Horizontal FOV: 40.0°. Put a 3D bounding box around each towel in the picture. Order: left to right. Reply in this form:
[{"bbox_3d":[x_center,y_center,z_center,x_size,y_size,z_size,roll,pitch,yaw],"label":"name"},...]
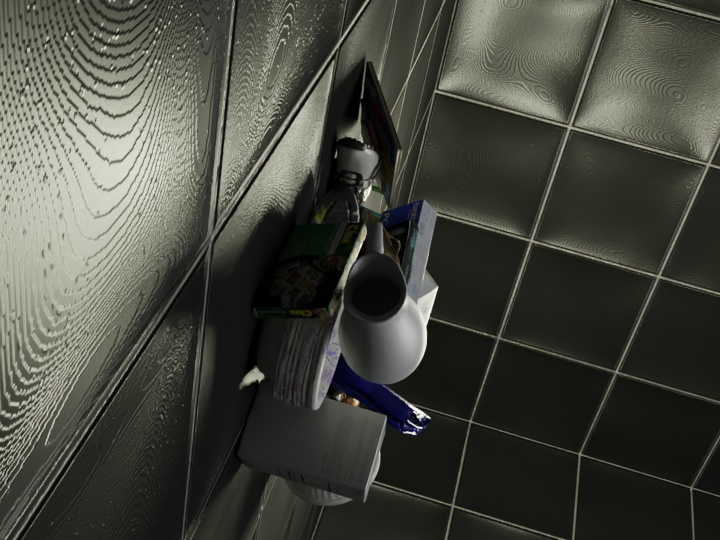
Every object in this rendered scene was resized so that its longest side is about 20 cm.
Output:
[{"bbox_3d":[0.011,0.194,1.581,0.050,0.200,0.148,-54,158,-4],"label":"towel"}]

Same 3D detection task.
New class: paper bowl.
[{"bbox_3d":[-0.082,0.090,1.406,0.201,0.104,0.201,17,90,-85],"label":"paper bowl"}]

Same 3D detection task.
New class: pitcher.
[{"bbox_3d":[0.028,0.049,1.340,0.200,0.121,0.172,80,11,-55],"label":"pitcher"}]

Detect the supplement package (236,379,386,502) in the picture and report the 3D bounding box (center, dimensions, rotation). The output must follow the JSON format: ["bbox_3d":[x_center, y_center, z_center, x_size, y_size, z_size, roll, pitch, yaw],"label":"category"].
[{"bbox_3d":[-0.071,0.260,1.498,0.120,0.199,0.122,90,17,-70],"label":"supplement package"}]

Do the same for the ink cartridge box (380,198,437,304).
[{"bbox_3d":[0.063,-0.019,1.643,0.044,0.094,0.201,41,49,-35],"label":"ink cartridge box"}]

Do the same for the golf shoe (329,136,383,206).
[{"bbox_3d":[-0.011,-0.146,1.615,0.200,0.077,0.095,88,19,-71],"label":"golf shoe"}]

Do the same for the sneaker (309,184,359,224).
[{"bbox_3d":[-0.053,-0.052,1.570,0.085,0.074,0.201,-96,-160,-61],"label":"sneaker"}]

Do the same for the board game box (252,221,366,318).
[{"bbox_3d":[-0.064,-0.003,1.320,0.200,0.104,0.024,-67,148,-52],"label":"board game box"}]

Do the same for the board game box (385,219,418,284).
[{"bbox_3d":[0.000,0.000,1.625,0.028,0.199,0.136,44,43,-34],"label":"board game box"}]

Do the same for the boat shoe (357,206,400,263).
[{"bbox_3d":[0.025,-0.040,1.560,0.200,0.076,0.072,-100,-158,-62],"label":"boat shoe"}]

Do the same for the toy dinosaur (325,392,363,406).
[{"bbox_3d":[-0.038,0.234,1.839,0.136,0.102,0.201,-53,152,-78],"label":"toy dinosaur"}]

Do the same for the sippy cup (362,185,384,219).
[{"bbox_3d":[0.006,-0.053,1.778,0.178,0.130,0.140,99,8,-49],"label":"sippy cup"}]

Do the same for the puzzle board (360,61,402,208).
[{"bbox_3d":[0.028,-0.225,1.648,0.151,0.017,0.201,99,-21,-55],"label":"puzzle board"}]

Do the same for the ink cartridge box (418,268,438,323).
[{"bbox_3d":[0.049,0.074,1.789,0.146,0.083,0.200,-29,159,-17],"label":"ink cartridge box"}]

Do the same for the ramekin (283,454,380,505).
[{"bbox_3d":[-0.063,0.343,1.921,0.105,0.199,0.201,84,21,-52],"label":"ramekin"}]

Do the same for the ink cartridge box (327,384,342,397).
[{"bbox_3d":[0.030,0.160,1.774,0.200,0.039,0.100,-20,154,-41],"label":"ink cartridge box"}]
